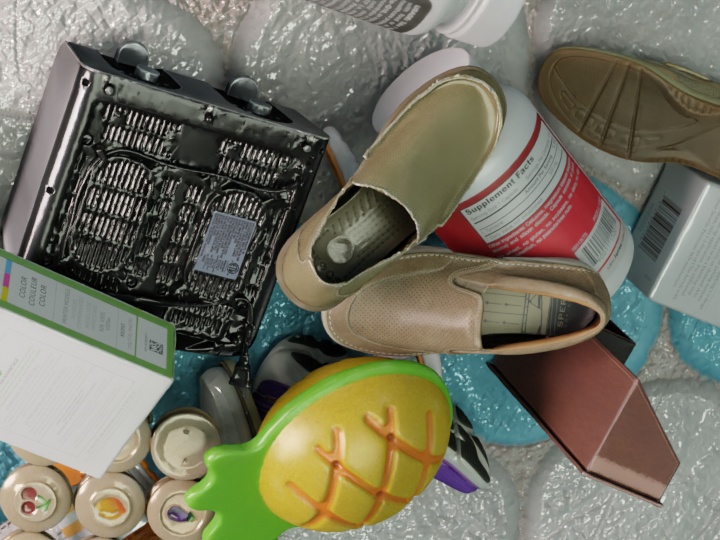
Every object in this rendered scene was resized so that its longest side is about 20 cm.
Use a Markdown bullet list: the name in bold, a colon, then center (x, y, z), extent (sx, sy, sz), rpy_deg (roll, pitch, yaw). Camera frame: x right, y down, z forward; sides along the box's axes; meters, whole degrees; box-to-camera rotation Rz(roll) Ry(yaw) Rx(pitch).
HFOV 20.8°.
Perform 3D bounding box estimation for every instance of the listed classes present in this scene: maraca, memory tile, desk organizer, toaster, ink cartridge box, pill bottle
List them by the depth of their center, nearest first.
- **ink cartridge box**: center (-0.228, 0.049, 1.255), extent (0.199, 0.060, 0.104), rpy_deg (24, 124, -23)
- **pill bottle**: center (0.009, -0.224, 1.304), extent (0.199, 0.114, 0.114), rpy_deg (17, 106, -22)
- **toaster**: center (-0.138, -0.042, 1.331), extent (0.180, 0.119, 0.201), rpy_deg (14, 107, -21)
- **maraca**: center (-0.026, 0.131, 1.365), extent (0.199, 0.107, 0.138), rpy_deg (-26, 131, -8)
- **memory tile**: center (-0.180, 0.187, 1.374), extent (0.152, 0.017, 0.201), rpy_deg (7, 104, -9)
- **pill bottle**: center (0.099, -0.058, 1.400), extent (0.112, 0.112, 0.200), rpy_deg (-40, 117, 2)
- **desk organizer**: center (0.170, 0.086, 1.432), extent (0.071, 0.200, 0.077), rpy_deg (24, 102, -23)

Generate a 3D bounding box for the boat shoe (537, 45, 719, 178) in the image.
- **boat shoe**: center (0.223, -0.116, 1.442), extent (0.199, 0.065, 0.072), rpy_deg (21, 114, -5)

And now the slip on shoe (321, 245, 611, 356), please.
- **slip on shoe**: center (0.073, 0.028, 1.343), extent (0.198, 0.061, 0.077), rpy_deg (1, 109, -3)

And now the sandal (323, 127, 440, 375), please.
- **sandal**: center (-0.001, -0.003, 1.410), extent (0.059, 0.079, 0.208), rpy_deg (-24, 110, 0)

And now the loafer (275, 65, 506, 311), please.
- **loafer**: center (0.028, -0.050, 1.285), extent (0.076, 0.067, 0.200), rpy_deg (40, 85, -12)

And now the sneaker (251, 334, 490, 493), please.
- **sneaker**: center (0.007, 0.118, 1.478), extent (0.199, 0.081, 0.084), rpy_deg (27, 116, -15)

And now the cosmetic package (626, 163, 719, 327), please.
- **cosmetic package**: center (0.308, -0.003, 1.508), extent (0.199, 0.071, 0.102), rpy_deg (21, 104, -23)

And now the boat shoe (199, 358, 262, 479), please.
- **boat shoe**: center (-0.103, 0.164, 1.451), extent (0.068, 0.075, 0.201), rpy_deg (-14, 115, -15)

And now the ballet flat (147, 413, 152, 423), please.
- **ballet flat**: center (-0.211, 0.051, 1.368), extent (0.199, 0.068, 0.076), rpy_deg (26, 80, -41)

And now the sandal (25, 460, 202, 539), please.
- **sandal**: center (-0.166, 0.190, 1.415), extent (0.207, 0.059, 0.079), rpy_deg (45, 125, -9)
